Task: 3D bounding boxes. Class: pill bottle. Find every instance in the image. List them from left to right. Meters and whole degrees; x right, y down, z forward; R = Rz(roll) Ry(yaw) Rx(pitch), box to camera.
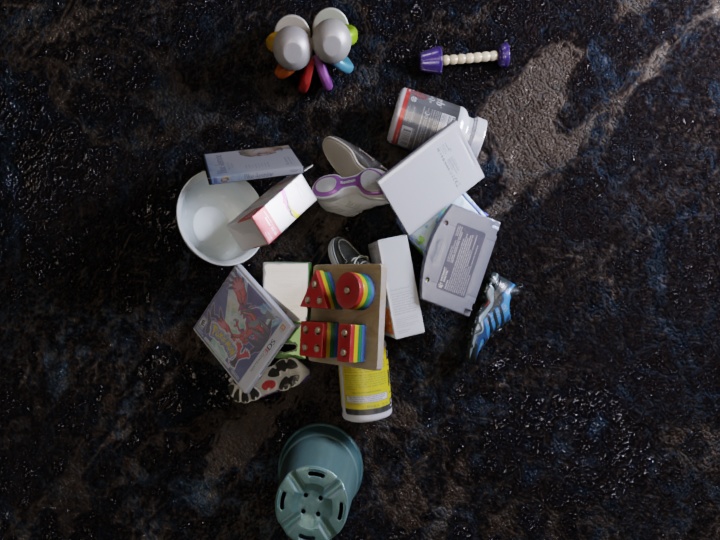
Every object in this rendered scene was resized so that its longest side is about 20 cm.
[{"bbox_3d":[0.006,0.207,1.170,0.110,0.114,0.209,-5,91,1],"label":"pill bottle"},{"bbox_3d":[0.162,-0.303,1.167,0.193,0.116,0.120,18,90,0],"label":"pill bottle"}]

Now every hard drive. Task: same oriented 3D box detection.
[{"bbox_3d":[0.143,-0.186,1.111,0.198,0.025,0.134,-37,113,-1],"label":"hard drive"}]

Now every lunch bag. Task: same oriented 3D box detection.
[{"bbox_3d":[0.185,-0.096,1.183,0.161,0.082,0.200,-45,90,2],"label":"lunch bag"}]

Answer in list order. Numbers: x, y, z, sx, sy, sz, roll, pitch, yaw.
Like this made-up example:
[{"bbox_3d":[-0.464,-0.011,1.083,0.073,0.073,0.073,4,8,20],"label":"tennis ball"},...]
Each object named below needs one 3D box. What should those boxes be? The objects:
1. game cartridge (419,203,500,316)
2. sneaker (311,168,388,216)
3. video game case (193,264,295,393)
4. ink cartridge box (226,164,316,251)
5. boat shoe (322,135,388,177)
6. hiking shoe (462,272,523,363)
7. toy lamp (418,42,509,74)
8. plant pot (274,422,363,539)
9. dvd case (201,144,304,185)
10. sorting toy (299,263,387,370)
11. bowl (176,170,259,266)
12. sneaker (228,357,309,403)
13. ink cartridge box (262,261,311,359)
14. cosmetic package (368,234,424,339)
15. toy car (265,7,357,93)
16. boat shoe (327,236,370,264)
[{"bbox_3d":[0.196,-0.024,1.127,0.129,0.041,0.207,19,93,-7],"label":"game cartridge"},{"bbox_3d":[-0.003,-0.163,1.175,0.192,0.100,0.077,2,62,15],"label":"sneaker"},{"bbox_3d":[-0.253,0.122,1.171,0.199,0.023,0.184,42,102,22],"label":"video game case"},{"bbox_3d":[-0.171,-0.132,1.143,0.201,0.115,0.069,-48,115,-33],"label":"ink cartridge box"},{"bbox_3d":[0.002,-0.227,1.206,0.198,0.057,0.067,39,126,4],"label":"boat shoe"},{"bbox_3d":[0.284,0.111,1.186,0.084,0.074,0.206,21,90,1],"label":"hiking shoe"},{"bbox_3d":[0.225,-0.464,1.197,0.192,0.058,0.061,-5,90,-2],"label":"toy lamp"},{"bbox_3d":[-0.092,0.446,1.132,0.192,0.196,0.209,0,90,2],"label":"plant pot"},{"bbox_3d":[-0.226,-0.224,1.140,0.193,0.143,0.018,-11,124,-17],"label":"dvd case"},{"bbox_3d":[-0.046,0.088,1.103,0.195,0.068,0.207,-1,85,42],"label":"sorting toy"},{"bbox_3d":[-0.307,-0.102,1.167,0.196,0.089,0.209,10,73,-34],"label":"bowl"},{"bbox_3d":[-0.199,0.244,1.196,0.193,0.083,0.084,-10,73,16],"label":"sneaker"},{"bbox_3d":[-0.161,0.085,1.199,0.100,0.059,0.209,1,90,2],"label":"ink cartridge box"},{"bbox_3d":[0.075,0.035,1.170,0.069,0.101,0.208,-10,89,-11],"label":"cosmetic package"},{"bbox_3d":[-0.097,-0.458,1.163,0.192,0.177,0.154,-10,125,0],"label":"toy car"},{"bbox_3d":[0.000,0.000,1.165,0.071,0.072,0.203,-19,65,-35],"label":"boat shoe"}]
